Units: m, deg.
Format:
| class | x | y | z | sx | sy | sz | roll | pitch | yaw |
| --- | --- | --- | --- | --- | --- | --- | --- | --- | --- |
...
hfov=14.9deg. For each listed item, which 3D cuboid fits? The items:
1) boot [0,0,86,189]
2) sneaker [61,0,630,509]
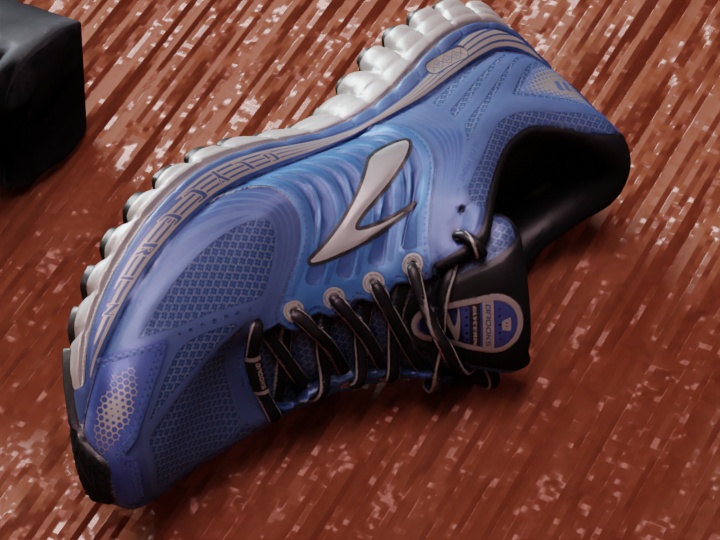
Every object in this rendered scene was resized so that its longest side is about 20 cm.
| class | x | y | z | sx | sy | sz | roll | pitch | yaw |
| --- | --- | --- | --- | --- | --- | --- | --- | --- | --- |
| boot | -0.206 | -0.050 | 0.843 | 0.199 | 0.066 | 0.165 | 26 | 57 | 20 |
| sneaker | 0.000 | 0.000 | 0.767 | 0.089 | 0.079 | 0.200 | 32 | 58 | 31 |
